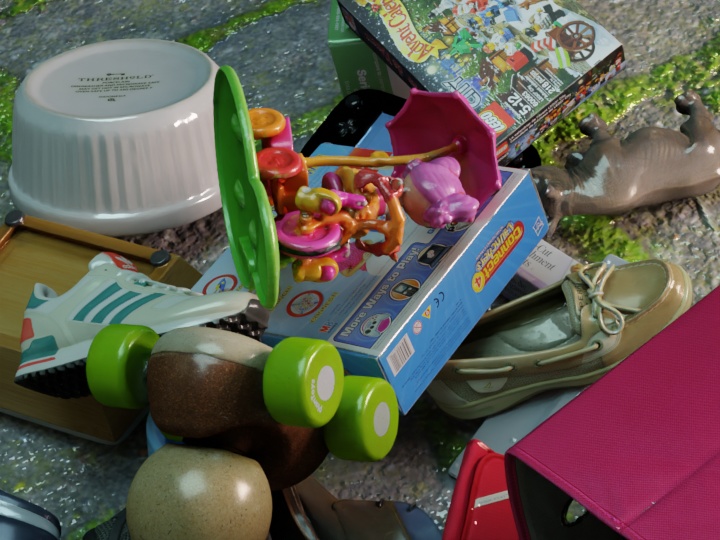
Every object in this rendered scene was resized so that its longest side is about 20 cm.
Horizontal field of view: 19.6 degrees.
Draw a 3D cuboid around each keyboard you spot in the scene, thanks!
[{"bbox_3d":[0.139,0.074,1.458,0.056,0.011,0.200,25,71,43],"label":"keyboard"}]

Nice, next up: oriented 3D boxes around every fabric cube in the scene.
[{"bbox_3d":[0.232,0.158,1.242,0.199,0.197,0.200,-36,46,-21],"label":"fabric cube"}]

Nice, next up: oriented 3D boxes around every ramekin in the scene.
[{"bbox_3d":[-0.191,-0.114,1.687,0.201,0.095,0.203,-3,30,2],"label":"ramekin"}]

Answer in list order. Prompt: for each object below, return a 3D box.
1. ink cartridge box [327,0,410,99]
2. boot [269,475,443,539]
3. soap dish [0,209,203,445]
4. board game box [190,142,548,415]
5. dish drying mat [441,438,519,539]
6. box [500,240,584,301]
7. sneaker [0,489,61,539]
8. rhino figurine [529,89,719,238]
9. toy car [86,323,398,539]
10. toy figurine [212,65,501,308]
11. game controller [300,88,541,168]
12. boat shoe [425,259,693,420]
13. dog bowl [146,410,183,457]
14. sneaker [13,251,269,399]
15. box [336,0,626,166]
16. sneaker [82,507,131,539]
[{"bbox_3d":[0.081,-0.217,1.758,0.199,0.088,0.146,-6,45,12],"label":"ink cartridge box"},{"bbox_3d":[0.000,0.181,1.391,0.096,0.075,0.200,-12,45,-18],"label":"boot"},{"bbox_3d":[-0.227,0.039,1.584,0.199,0.081,0.158,14,50,29],"label":"soap dish"},{"bbox_3d":[0.000,0.000,1.480,0.195,0.056,0.200,10,48,40],"label":"board game box"},{"bbox_3d":[0.081,0.202,1.337,0.018,0.077,0.201,-36,26,40],"label":"dish drying mat"},{"bbox_3d":[0.164,0.028,1.513,0.041,0.039,0.200,-36,47,-20],"label":"box"},{"bbox_3d":[-0.299,0.209,1.433,0.199,0.070,0.109,-3,48,3],"label":"sneaker"},{"bbox_3d":[0.190,-0.076,1.585,0.199,0.060,0.088,-16,42,-15],"label":"rhino figurine"},{"bbox_3d":[-0.090,0.147,1.314,0.163,0.158,0.201,3,72,29],"label":"toy car"},{"bbox_3d":[0.008,-0.060,1.386,0.183,0.151,0.200,-7,32,-11],"label":"toy figurine"},{"bbox_3d":[0.045,-0.084,1.663,0.199,0.042,0.104,21,54,34],"label":"game controller"},{"bbox_3d":[0.131,0.039,1.438,0.200,0.063,0.073,-21,46,18],"label":"boat shoe"},{"bbox_3d":[-0.088,0.088,1.516,0.111,0.050,0.200,7,48,22],"label":"dog bowl"},{"bbox_3d":[-0.155,0.024,1.438,0.199,0.070,0.094,-16,64,27],"label":"sneaker"},{"bbox_3d":[0.094,-0.189,1.651,0.136,0.038,0.200,-39,62,-8],"label":"box"},{"bbox_3d":[-0.134,0.227,1.367,0.114,0.076,0.200,-25,40,-8],"label":"sneaker"}]
